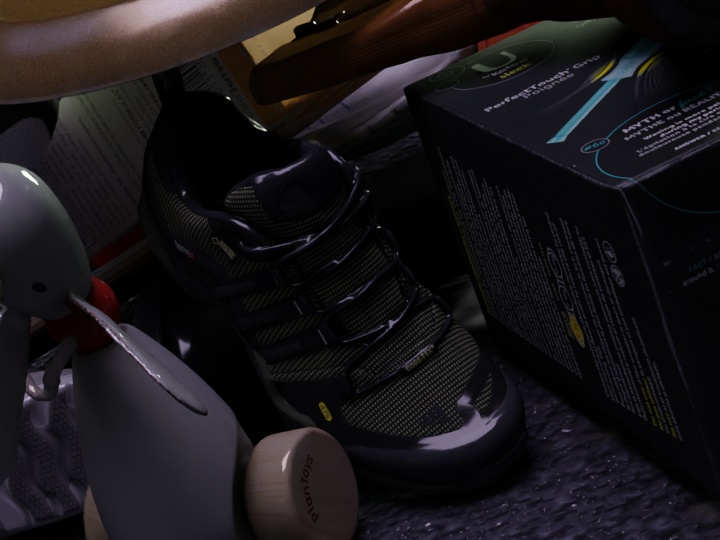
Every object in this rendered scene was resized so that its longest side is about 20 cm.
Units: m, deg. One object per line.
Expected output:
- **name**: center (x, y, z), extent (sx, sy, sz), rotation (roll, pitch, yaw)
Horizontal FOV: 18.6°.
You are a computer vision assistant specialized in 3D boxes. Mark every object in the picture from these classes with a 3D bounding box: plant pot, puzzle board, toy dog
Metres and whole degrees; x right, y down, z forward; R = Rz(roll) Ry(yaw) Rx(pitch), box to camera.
- **plant pot**: center (-0.076, -0.123, 0.903), extent (0.200, 0.028, 0.200), rotation (-18, 21, 8)
- **puzzle board**: center (-0.117, 0.004, 1.024), extent (0.200, 0.017, 0.151), rotation (-33, -1, -19)
- **toy dog**: center (-0.090, 0.064, 0.774), extent (0.132, 0.200, 0.096), rotation (-36, 28, 38)

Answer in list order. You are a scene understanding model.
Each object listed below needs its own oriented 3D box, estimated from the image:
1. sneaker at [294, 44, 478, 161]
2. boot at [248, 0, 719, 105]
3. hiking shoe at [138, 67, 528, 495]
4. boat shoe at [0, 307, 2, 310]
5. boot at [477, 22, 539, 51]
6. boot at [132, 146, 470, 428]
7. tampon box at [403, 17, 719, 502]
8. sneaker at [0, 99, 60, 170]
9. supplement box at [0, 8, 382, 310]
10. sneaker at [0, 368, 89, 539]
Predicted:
- **sneaker**: center (-0.033, -0.089, 1.115), extent (0.200, 0.087, 0.075), rotation (-22, -2, 28)
- **boot**: center (0.046, -0.106, 0.823), extent (0.200, 0.069, 0.188), rotation (-14, 22, 21)
- **hiking shoe**: center (-0.018, 0.005, 0.832), extent (0.200, 0.101, 0.076), rotation (40, 70, 23)
- **boat shoe**: center (-0.245, 0.044, 1.097), extent (0.200, 0.072, 0.062), rotation (-38, 35, -12)
- **boot**: center (0.134, -0.117, 1.011), extent (0.200, 0.107, 0.075), rotation (9, 29, 35)
- **boot**: center (0.000, 0.001, 0.946), extent (0.162, 0.073, 0.198), rotation (-19, 15, 17)
- **tampon box**: center (0.132, -0.026, 0.819), extent (0.150, 0.126, 0.200), rotation (-25, 21, -12)
- **sneaker**: center (-0.190, -0.007, 0.977), extent (0.200, 0.088, 0.076), rotation (-45, -33, 25)
- **supplement box**: center (-0.090, -0.068, 1.040), extent (0.200, 0.074, 0.126), rotation (-34, 0, 35)
- **sneaker**: center (-0.180, 0.092, 0.933), extent (0.200, 0.075, 0.082), rotation (-14, 7, 2)
